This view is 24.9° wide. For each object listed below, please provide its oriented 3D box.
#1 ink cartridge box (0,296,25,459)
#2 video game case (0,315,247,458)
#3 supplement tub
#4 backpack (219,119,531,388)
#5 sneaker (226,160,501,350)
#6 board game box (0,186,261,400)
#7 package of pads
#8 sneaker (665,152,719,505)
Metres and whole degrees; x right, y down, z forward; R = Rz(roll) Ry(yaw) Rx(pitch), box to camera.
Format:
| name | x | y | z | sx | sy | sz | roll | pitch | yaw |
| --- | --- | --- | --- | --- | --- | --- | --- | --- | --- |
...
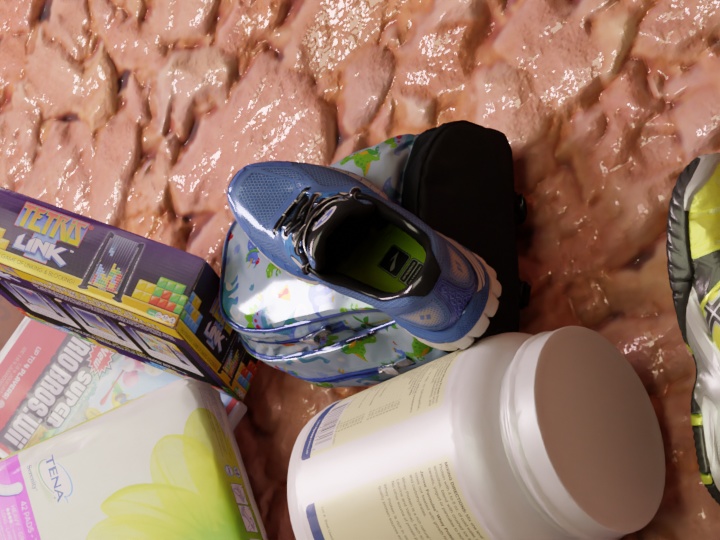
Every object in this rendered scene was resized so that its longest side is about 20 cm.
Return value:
| name | x | y | z | sx | sy | sz | roll | pitch | yaw |
| --- | --- | --- | --- | --- | --- | --- | --- | --- | --- |
| ink cartridge box | -0.343 | 0.079 | 1.397 | 0.047 | 0.159 | 0.200 | -54 | 50 | 24 |
| video game case | -0.203 | 0.111 | 1.261 | 0.199 | 0.017 | 0.143 | 32 | 84 | 22 |
| supplement tub | 0.068 | 0.123 | 0.990 | 0.199 | 0.144 | 0.146 | -26 | 65 | 39 |
| backpack | 0.000 | 0.000 | 1.097 | 0.200 | 0.153 | 0.164 | -29 | 53 | 53 |
| sneaker | -0.009 | -0.025 | 0.978 | 0.199 | 0.089 | 0.079 | 26 | 83 | 36 |
| board game box | -0.182 | 0.015 | 1.188 | 0.199 | 0.165 | 0.057 | 19 | 73 | 19 |
| package of pads | -0.174 | 0.181 | 1.183 | 0.199 | 0.068 | 0.155 | -24 | 69 | 7 |
| sneaker | 0.223 | 0.031 | 0.914 | 0.076 | 0.075 | 0.202 | -14 | 83 | 35 |
